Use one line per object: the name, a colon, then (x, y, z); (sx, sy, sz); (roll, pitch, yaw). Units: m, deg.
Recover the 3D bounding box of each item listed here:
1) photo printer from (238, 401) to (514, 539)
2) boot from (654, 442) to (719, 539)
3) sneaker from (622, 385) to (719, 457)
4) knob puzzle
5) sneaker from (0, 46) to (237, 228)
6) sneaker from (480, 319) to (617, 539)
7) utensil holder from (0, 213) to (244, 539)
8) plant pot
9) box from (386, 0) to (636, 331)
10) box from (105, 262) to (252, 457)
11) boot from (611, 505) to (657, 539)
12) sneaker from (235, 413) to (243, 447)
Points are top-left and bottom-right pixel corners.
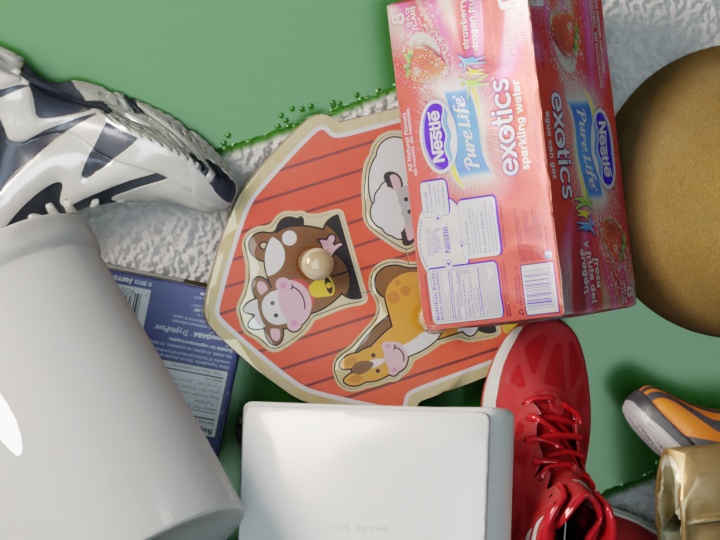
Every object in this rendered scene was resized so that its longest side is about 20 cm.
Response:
photo printer: (0.006, 0.179, 1.661); (0.166, 0.069, 0.201); (1, 85, 16)
boot: (0.278, 0.104, 1.699); (0.200, 0.066, 0.176); (-7, 102, -11)
sneaker: (0.264, 0.104, 1.769); (0.200, 0.078, 0.112); (34, 90, -17)
knob puzzle: (0.000, 0.000, 1.741); (0.219, 0.030, 0.220); (-1, 94, -13)
sneaker: (-0.186, -0.047, 1.724); (0.199, 0.080, 0.130); (21, 107, -17)
sneaker: (0.126, 0.117, 1.701); (0.078, 0.115, 0.200); (10, 74, -23)
utensil holder: (-0.183, 0.096, 1.639); (0.170, 0.170, 0.200); (-33, 75, 1)
plant pot: (0.242, -0.037, 1.682); (0.186, 0.200, 0.187); (0, 97, -2)
box: (0.091, -0.068, 1.692); (0.102, 0.095, 0.200); (-8, 88, 33)
box: (-0.146, 0.100, 1.762); (0.121, 0.032, 0.200); (12, 95, -4)
boot: (0.189, 0.212, 1.737); (0.200, 0.144, 0.073); (30, 97, -4)
sneaker: (-0.027, 0.178, 1.764); (0.095, 0.079, 0.200); (-35, 96, 13)
